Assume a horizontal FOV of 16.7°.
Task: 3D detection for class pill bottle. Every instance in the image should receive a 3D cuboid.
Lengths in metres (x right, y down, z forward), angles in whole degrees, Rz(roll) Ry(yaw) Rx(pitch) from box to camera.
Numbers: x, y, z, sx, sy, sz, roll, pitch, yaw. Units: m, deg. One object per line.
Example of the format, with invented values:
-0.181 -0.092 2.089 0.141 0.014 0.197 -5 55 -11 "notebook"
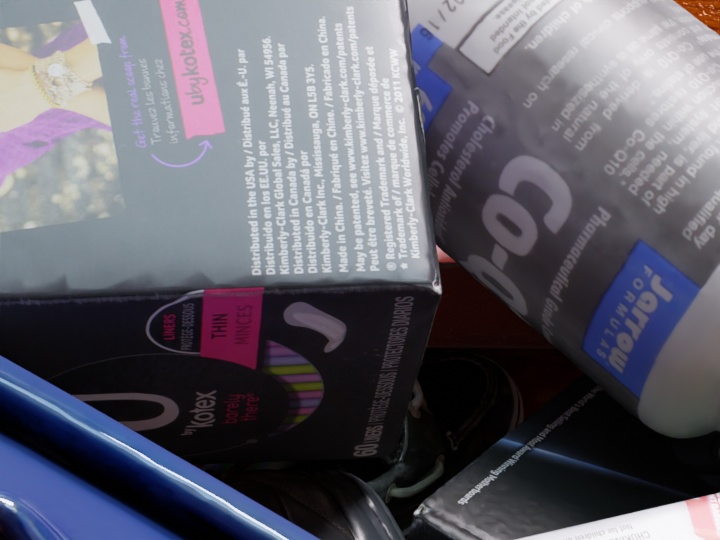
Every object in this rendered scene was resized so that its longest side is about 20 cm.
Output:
0.098 -0.018 0.796 0.200 0.114 0.114 41 40 20 "pill bottle"

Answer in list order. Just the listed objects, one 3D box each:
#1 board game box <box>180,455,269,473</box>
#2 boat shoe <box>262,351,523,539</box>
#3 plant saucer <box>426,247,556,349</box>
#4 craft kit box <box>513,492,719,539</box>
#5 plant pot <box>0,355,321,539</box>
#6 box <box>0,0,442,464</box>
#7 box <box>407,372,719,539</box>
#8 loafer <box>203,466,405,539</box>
-0.138 0.041 0.774 0.200 0.037 0.151 -31 69 -20 "board game box"
0.002 0.066 0.868 0.071 0.064 0.200 25 33 23 "boat shoe"
0.000 0.000 0.940 0.199 0.037 0.200 1 8 -11 "plant saucer"
0.157 0.136 0.663 0.199 0.049 0.198 -11 46 -16 "craft kit box"
-0.110 0.130 0.587 0.200 0.200 0.180 28 29 11 "plant pot"
-0.085 -0.010 0.716 0.199 0.122 0.106 -2 63 -6 "box"
0.127 0.107 0.818 0.163 0.086 0.200 27 34 24 "box"
-0.003 0.139 0.708 0.072 0.073 0.200 14 31 -44 "loafer"
